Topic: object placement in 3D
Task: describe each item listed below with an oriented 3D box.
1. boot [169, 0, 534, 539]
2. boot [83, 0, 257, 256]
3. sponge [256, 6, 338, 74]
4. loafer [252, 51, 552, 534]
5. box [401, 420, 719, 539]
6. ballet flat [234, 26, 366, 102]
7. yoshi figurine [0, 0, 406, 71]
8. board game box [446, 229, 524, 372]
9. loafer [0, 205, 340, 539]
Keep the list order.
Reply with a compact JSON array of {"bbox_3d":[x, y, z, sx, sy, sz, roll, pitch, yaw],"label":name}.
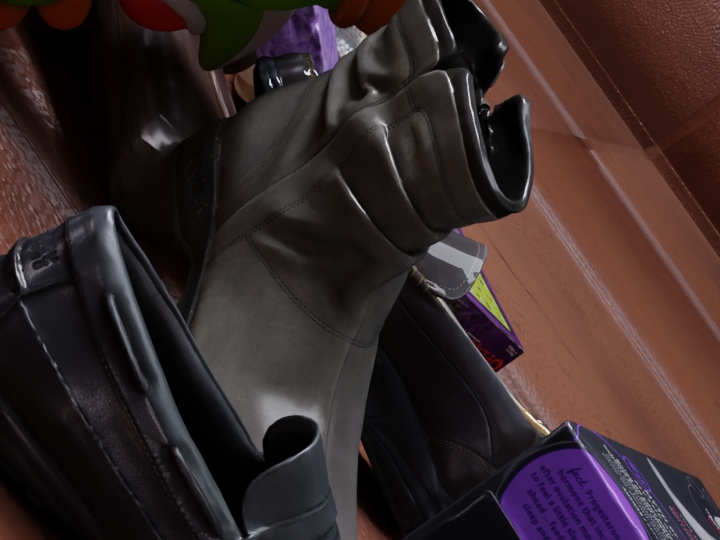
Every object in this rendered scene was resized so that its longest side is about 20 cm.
[{"bbox_3d":[0.000,0.000,0.783,0.068,0.130,0.201,28,43,-41],"label":"boot"},{"bbox_3d":[-0.066,-0.068,0.966,0.186,0.064,0.200,39,23,-52],"label":"boot"},{"bbox_3d":[-0.025,-0.086,0.995,0.112,0.030,0.201,-85,168,-74],"label":"sponge"},{"bbox_3d":[0.015,0.002,0.923,0.073,0.072,0.201,-104,173,-69],"label":"loafer"},{"bbox_3d":[0.093,0.143,0.874,0.122,0.106,0.200,58,13,21],"label":"box"},{"bbox_3d":[-0.023,-0.079,1.141,0.072,0.072,0.201,40,17,-48],"label":"ballet flat"},{"bbox_3d":[-0.073,-0.145,0.838,0.112,0.199,0.112,129,-37,-67],"label":"yoshi figurine"},{"bbox_3d":[0.016,-0.044,1.273,0.120,0.032,0.200,48,12,-44],"label":"board game box"},{"bbox_3d":[-0.036,0.071,0.670,0.201,0.070,0.068,52,13,-13],"label":"loafer"}]
